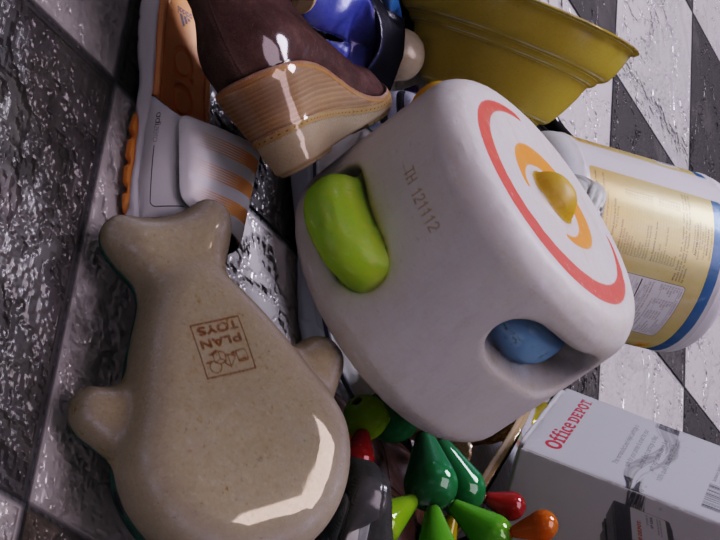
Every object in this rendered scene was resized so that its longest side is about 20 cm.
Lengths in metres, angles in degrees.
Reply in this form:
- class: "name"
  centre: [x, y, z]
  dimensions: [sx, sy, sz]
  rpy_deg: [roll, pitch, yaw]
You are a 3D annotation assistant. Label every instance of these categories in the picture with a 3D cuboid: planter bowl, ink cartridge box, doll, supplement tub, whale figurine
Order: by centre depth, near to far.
- class: "whale figurine"
  centre: [-0.086, 0.066, 0.889]
  dimensions: [0.158, 0.104, 0.202]
  rpy_deg: [-13, 75, -26]
- class: "ink cartridge box"
  centre: [0.207, 0.170, 1.143]
  dimensions: [0.145, 0.198, 0.085]
  rpy_deg: [-32, 140, -67]
- class: "doll"
  centre: [-0.003, -0.163, 1.146]
  dimensions: [0.199, 0.048, 0.138]
  rpy_deg: [4, 95, -64]
- class: "planter bowl"
  centre: [0.106, -0.162, 1.260]
  dimensions: [0.200, 0.199, 0.084]
  rpy_deg: [13, 100, -60]
- class: "supplement tub"
  centre: [0.176, -0.025, 1.277]
  dimensions: [0.198, 0.145, 0.146]
  rpy_deg: [14, 66, -21]

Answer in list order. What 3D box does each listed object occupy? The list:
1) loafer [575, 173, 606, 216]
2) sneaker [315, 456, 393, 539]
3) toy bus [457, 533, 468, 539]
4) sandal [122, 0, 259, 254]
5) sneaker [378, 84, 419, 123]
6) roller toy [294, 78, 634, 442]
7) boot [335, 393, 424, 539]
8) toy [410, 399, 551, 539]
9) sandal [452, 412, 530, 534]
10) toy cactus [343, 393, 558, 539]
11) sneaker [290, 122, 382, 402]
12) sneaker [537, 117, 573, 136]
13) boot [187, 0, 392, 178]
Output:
- class: "loafer"
  centre: [0.110, 0.012, 1.126]
  dimensions: [0.070, 0.069, 0.201]
  rpy_deg: [92, 20, -51]
- class: "sneaker"
  centre: [0.022, 0.188, 0.953]
  dimensions: [0.075, 0.114, 0.202]
  rpy_deg: [-100, -160, -51]
- class: "toy bus"
  centre: [0.121, 0.268, 1.119]
  dimensions: [0.137, 0.190, 0.200]
  rpy_deg: [66, 30, -24]
- class: "sandal"
  centre: [-0.093, -0.081, 0.949]
  dimensions: [0.079, 0.059, 0.209]
  rpy_deg: [19, 66, -59]
- class: "sneaker"
  centre: [0.045, -0.031, 1.174]
  dimensions: [0.088, 0.073, 0.203]
  rpy_deg: [-42, 131, -70]
- class: "roller toy"
  centre: [0.066, -0.010, 0.948]
  dimensions: [0.183, 0.139, 0.200]
  rpy_deg: [52, 22, -6]
- class: "boot"
  centre: [-0.022, 0.159, 1.014]
  dimensions: [0.200, 0.064, 0.188]
  rpy_deg: [46, 35, -50]
- class: "toy"
  centre: [0.088, 0.130, 1.235]
  dimensions: [0.199, 0.047, 0.117]
  rpy_deg: [-10, 81, -50]
- class: "sandal"
  centre: [0.091, 0.094, 1.175]
  dimensions: [0.212, 0.069, 0.078]
  rpy_deg: [-50, 168, -34]
- class: "toy cactus"
  centre: [0.047, 0.109, 1.031]
  dimensions: [0.199, 0.102, 0.166]
  rpy_deg: [37, 34, -37]
- class: "sneaker"
  centre: [0.000, 0.000, 1.088]
  dimensions: [0.073, 0.070, 0.203]
  rpy_deg: [-17, 99, -62]
- class: "sneaker"
  centre: [0.144, -0.079, 1.367]
  dimensions: [0.074, 0.087, 0.203]
  rpy_deg: [3, 80, -62]
- class: "boot"
  centre: [-0.051, -0.150, 0.966]
  dimensions: [0.168, 0.072, 0.200]
  rpy_deg: [64, 16, -8]
